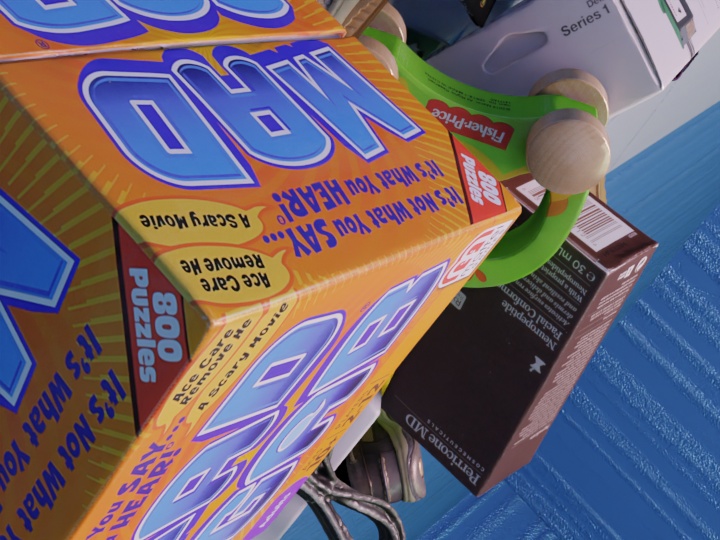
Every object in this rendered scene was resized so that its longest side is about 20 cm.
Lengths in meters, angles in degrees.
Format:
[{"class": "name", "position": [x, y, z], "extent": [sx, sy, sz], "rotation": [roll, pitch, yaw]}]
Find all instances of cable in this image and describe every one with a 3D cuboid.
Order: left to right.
[{"class": "cable", "position": [-0.025, 0.124, 0.821], "extent": [0.050, 0.202, 0.097], "rotation": [-4, -150, 44]}]

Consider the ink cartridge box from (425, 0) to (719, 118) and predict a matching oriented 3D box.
[{"class": "ink cartridge box", "position": [0.138, -0.144, 0.860], "extent": [0.145, 0.085, 0.200], "rotation": [-26, -171, 33]}]

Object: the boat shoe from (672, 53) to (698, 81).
[{"class": "boat shoe", "position": [0.226, -0.177, 1.144], "extent": [0.074, 0.093, 0.201], "rotation": [-39, 164, -21]}]

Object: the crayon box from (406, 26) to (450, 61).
[{"class": "crayon box", "position": [-0.005, -0.065, 0.891], "extent": [0.201, 0.052, 0.125], "rotation": [-50, 165, 16]}]

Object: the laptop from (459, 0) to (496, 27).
[{"class": "laptop", "position": [0.122, -0.208, 0.667], "extent": [0.179, 0.102, 0.200], "rotation": [-62, 165, 2]}]

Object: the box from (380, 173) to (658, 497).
[{"class": "box", "position": [0.098, 0.038, 0.876], "extent": [0.075, 0.100, 0.202], "rotation": [-24, 145, -47]}]

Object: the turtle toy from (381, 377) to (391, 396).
[{"class": "turtle toy", "position": [0.011, 0.045, 1.107], "extent": [0.199, 0.101, 0.146], "rotation": [-39, -177, 26]}]

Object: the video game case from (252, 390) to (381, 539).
[{"class": "video game case", "position": [-0.051, 0.151, 0.960], "extent": [0.201, 0.022, 0.182], "rotation": [-51, -177, 7]}]

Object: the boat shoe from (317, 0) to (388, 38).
[{"class": "boat shoe", "position": [-0.026, -0.135, 0.653], "extent": [0.200, 0.063, 0.073], "rotation": [-47, -177, 18]}]

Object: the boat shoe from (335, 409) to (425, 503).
[{"class": "boat shoe", "position": [-0.004, 0.153, 1.140], "extent": [0.072, 0.076, 0.200], "rotation": [-10, -177, -13]}]

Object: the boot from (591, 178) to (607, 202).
[{"class": "boot", "position": [0.144, -0.039, 1.133], "extent": [0.066, 0.177, 0.200], "rotation": [-2, -150, 40]}]

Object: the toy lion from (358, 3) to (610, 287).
[{"class": "toy lion", "position": [0.024, -0.045, 0.777], "extent": [0.069, 0.197, 0.193], "rotation": [-79, -172, -54]}]

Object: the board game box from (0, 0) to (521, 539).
[{"class": "board game box", "position": [-0.105, -0.004, 0.487], "extent": [0.200, 0.200, 0.199], "rotation": [-52, 164, 29]}]
